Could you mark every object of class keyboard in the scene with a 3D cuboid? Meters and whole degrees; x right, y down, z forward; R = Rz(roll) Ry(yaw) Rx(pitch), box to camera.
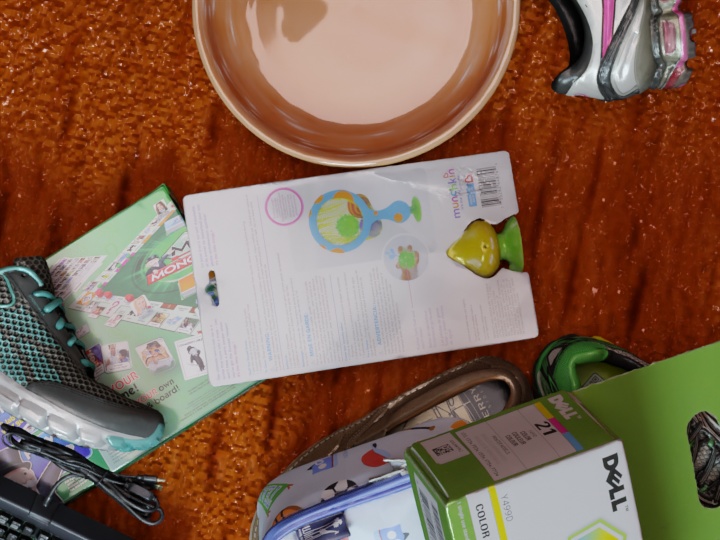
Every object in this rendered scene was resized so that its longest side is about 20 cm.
[{"bbox_3d":[-0.192,0.149,1.214,0.199,0.021,0.127,26,117,-10],"label":"keyboard"}]

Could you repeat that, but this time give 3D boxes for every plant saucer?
[{"bbox_3d":[-0.002,-0.161,1.257,0.199,0.037,0.201,0,87,2],"label":"plant saucer"}]

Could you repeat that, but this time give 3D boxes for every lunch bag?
[{"bbox_3d":[0.033,0.186,1.184,0.160,0.076,0.201,-18,114,2],"label":"lunch bag"}]

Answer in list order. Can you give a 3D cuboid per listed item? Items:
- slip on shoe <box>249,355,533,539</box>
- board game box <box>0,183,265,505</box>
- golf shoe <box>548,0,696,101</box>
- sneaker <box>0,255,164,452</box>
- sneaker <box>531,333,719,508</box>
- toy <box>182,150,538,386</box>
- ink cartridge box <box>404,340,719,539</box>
[{"bbox_3d":[0.017,0.121,1.229,0.199,0.061,0.076,-31,86,1],"label":"slip on shoe"},{"bbox_3d":[-0.168,0.057,1.258,0.199,0.029,0.135,-32,85,1],"label":"board game box"},{"bbox_3d":[0.138,-0.201,1.229,0.092,0.073,0.201,-10,86,-7],"label":"golf shoe"},{"bbox_3d":[-0.198,0.038,1.212,0.199,0.078,0.092,27,85,3],"label":"sneaker"},{"bbox_3d":[0.186,0.110,1.209,0.200,0.085,0.078,33,89,3],"label":"sneaker"},{"bbox_3d":[0.000,0.000,1.244,0.199,0.047,0.116,-9,83,-2],"label":"toy"},{"bbox_3d":[0.140,0.139,1.117,0.199,0.076,0.148,-19,113,-10],"label":"ink cartridge box"}]
